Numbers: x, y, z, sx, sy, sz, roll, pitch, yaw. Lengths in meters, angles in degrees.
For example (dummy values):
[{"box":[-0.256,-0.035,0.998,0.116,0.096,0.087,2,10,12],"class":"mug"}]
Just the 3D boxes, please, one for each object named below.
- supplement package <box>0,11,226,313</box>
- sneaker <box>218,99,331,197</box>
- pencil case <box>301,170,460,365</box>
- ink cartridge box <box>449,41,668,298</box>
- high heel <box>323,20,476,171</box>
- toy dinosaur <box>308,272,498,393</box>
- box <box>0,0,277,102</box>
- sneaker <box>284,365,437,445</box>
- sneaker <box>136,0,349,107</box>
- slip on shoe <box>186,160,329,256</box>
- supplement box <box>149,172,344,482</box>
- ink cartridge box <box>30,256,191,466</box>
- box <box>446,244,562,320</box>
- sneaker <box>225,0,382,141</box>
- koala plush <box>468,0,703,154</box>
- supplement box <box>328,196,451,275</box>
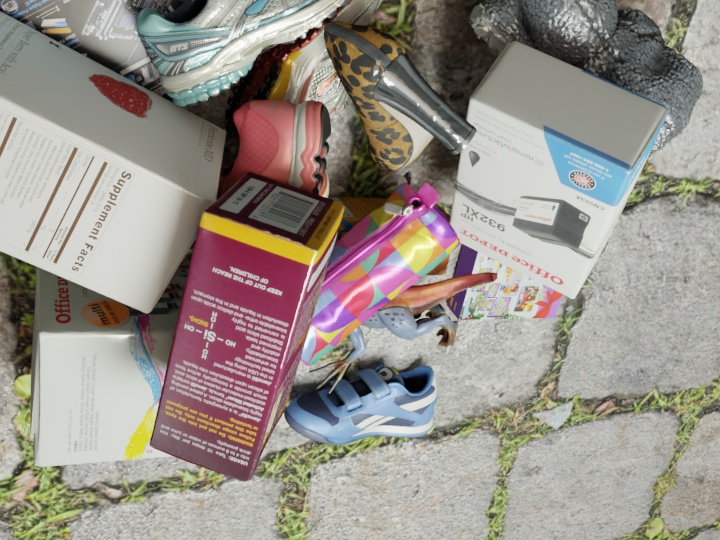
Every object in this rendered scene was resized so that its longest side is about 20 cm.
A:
[{"box":[-0.218,-0.081,0.604,0.199,0.122,0.120,26,119,-22],"class":"supplement package"},{"box":[-0.079,-0.050,0.678,0.086,0.074,0.201,11,112,2],"class":"sneaker"},{"box":[0.000,0.000,0.755,0.200,0.088,0.088,-42,126,4],"class":"pencil case"},{"box":[0.166,-0.083,0.725,0.084,0.144,0.200,-54,162,-26],"class":"ink cartridge box"},{"box":[0.009,-0.155,0.701,0.142,0.200,0.072,38,83,-17],"class":"high heel"},{"box":[0.008,0.027,0.835,0.180,0.105,0.201,20,121,-21],"class":"toy dinosaur"},{"box":[-0.195,-0.226,0.637,0.199,0.050,0.199,-30,127,-4],"class":"box"},{"box":[0.005,0.150,0.937,0.199,0.074,0.083,-1,118,-31],"class":"sneaker"},{"box":[-0.082,-0.214,0.618,0.200,0.078,0.087,-39,124,-7],"class":"sneaker"},{"box":[-0.128,-0.066,0.729,0.199,0.075,0.061,-15,156,4],"class":"slip on shoe"},{"box":[-0.086,0.042,0.615,0.085,0.110,0.201,19,113,3],"class":"supplement box"},{"box":[-0.205,0.077,0.757,0.199,0.145,0.146,0,119,-23],"class":"ink cartridge box"},{"box":[0.187,-0.037,0.916,0.136,0.039,0.201,1,119,-22],"class":"box"},{"box":[-0.037,-0.190,0.717,0.082,0.078,0.200,24,116,-39],"class":"sneaker"},{"box":[0.206,-0.212,0.746,0.177,0.184,0.200,-38,117,3],"class":"koala plush"},{"box":[-0.006,-0.035,0.821,0.199,0.069,0.067,1,117,-20],"class":"supplement box"}]
